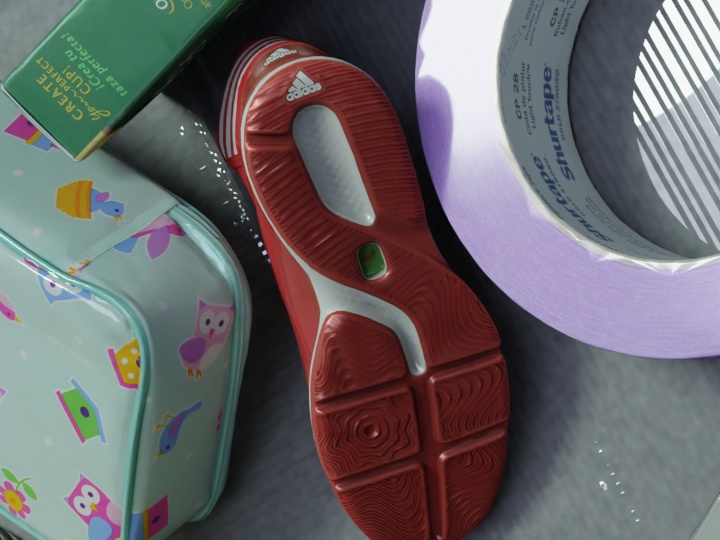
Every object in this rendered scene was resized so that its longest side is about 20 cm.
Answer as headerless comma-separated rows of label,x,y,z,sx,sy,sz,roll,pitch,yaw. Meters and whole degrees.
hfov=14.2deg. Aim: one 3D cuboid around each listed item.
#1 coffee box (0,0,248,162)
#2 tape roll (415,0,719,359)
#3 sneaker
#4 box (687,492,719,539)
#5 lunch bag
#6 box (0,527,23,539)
coffee box,-0.041,-0.133,1.076,0.044,0.123,0.200,44,108,-4
tape roll,0.122,-0.069,1.023,0.200,0.066,0.201,0,89,26
sneaker,0.000,0.000,1.091,0.078,0.116,0.200,-14,111,-6
box,0.167,0.196,0.994,0.200,0.048,0.159,38,106,28
lunch bag,-0.137,0.017,1.123,0.200,0.077,0.161,32,136,27
box,-0.198,0.125,1.175,0.200,0.082,0.069,26,101,24
